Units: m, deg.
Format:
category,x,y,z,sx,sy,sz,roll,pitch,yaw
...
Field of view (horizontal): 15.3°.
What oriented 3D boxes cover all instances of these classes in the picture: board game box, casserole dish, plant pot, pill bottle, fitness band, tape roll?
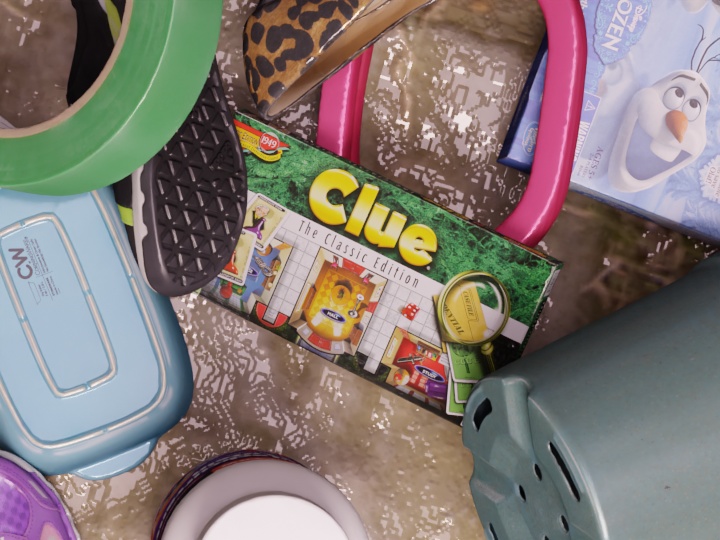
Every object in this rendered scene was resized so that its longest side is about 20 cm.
category,x,y,z,sx,sy,sz,roll,pitch,yaw
board game box,0.205,-0.119,1.509,0.199,0.043,0.200,21,87,-5
casserole dish,-0.167,0.019,1.468,0.121,0.039,0.200,-22,90,-6
plant pot,0.172,0.094,1.399,0.196,0.200,0.201,-20,91,-22
pill bottle,-0.052,0.152,1.396,0.111,0.200,0.112,0,89,-7
board game box,0.000,0.000,1.454,0.200,0.023,0.105,26,97,14
fitness band,0.050,-0.093,1.470,0.143,0.037,0.201,7,88,17
tape roll,-0.168,-0.141,1.414,0.200,0.048,0.201,-3,83,30

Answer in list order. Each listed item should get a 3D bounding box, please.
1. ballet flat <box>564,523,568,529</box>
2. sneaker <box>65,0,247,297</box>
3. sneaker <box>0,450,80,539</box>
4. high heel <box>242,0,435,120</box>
category,x,y,z,sx,sy,sz,roll,pitch,yaw
ballet flat,0.173,0.200,1.488,0.200,0.063,0.069,31,86,-5
sneaker,-0.117,-0.081,1.458,0.072,0.083,0.200,2,77,-42
sneaker,-0.179,0.194,1.433,0.080,0.088,0.201,-15,93,-5
high heel,0.033,-0.133,1.419,0.200,0.071,0.143,14,82,31
